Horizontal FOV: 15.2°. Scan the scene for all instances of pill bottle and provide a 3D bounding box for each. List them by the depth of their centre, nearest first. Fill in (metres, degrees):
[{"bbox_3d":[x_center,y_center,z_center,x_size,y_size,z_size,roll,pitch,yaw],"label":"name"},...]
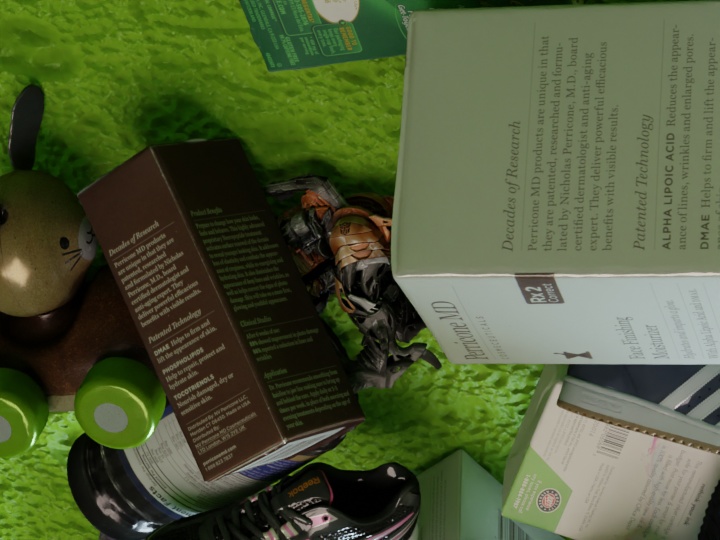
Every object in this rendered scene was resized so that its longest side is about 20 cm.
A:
[{"bbox_3d":[-0.105,0.107,1.817,0.112,0.112,0.200,39,130,-24],"label":"pill bottle"}]

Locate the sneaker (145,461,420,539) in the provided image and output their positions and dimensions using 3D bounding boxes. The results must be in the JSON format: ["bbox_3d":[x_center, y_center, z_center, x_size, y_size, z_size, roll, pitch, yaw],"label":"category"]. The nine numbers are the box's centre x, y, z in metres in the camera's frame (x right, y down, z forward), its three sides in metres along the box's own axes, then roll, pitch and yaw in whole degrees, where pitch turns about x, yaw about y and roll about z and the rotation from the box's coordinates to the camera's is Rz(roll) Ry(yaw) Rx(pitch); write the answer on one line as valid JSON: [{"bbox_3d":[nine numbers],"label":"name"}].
[{"bbox_3d":[-0.050,0.163,1.767,0.199,0.081,0.087,-14,144,-24],"label":"sneaker"}]

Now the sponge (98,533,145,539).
[{"bbox_3d":[-0.109,0.253,2.019,0.199,0.030,0.112,16,136,-4],"label":"sponge"}]

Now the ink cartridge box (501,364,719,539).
[{"bbox_3d":[0.205,0.130,1.782,0.199,0.067,0.118,18,120,-4],"label":"ink cartridge box"}]

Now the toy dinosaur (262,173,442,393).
[{"bbox_3d":[0.000,0.000,1.707,0.199,0.102,0.136,4,120,43],"label":"toy dinosaur"}]

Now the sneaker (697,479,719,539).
[{"bbox_3d":[0.245,0.209,1.747,0.078,0.066,0.201,7,129,-21],"label":"sneaker"}]

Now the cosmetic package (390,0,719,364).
[{"bbox_3d":[0.134,-0.047,1.538,0.199,0.166,0.165,-1,160,14],"label":"cosmetic package"}]

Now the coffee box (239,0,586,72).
[{"bbox_3d":[0.023,-0.182,1.553,0.199,0.044,0.123,-6,133,20],"label":"coffee box"}]

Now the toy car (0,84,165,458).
[{"bbox_3d":[-0.190,-0.011,1.703,0.157,0.165,0.201,-6,120,18],"label":"toy car"}]

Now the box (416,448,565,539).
[{"bbox_3d":[0.036,0.239,1.902,0.200,0.098,0.124,-35,119,27],"label":"box"}]

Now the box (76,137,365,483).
[{"bbox_3d":[-0.086,0.022,1.663,0.075,0.100,0.201,-28,81,30],"label":"box"}]

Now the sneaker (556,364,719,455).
[{"bbox_3d":[0.230,0.060,1.678,0.199,0.109,0.070,15,179,12],"label":"sneaker"}]
